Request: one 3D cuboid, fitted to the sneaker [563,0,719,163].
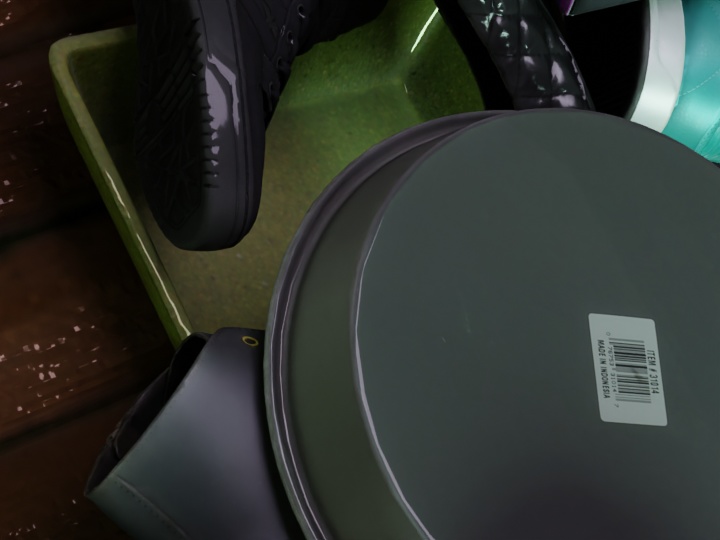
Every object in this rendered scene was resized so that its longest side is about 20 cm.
[{"bbox_3d":[0.144,-0.117,0.893,0.120,0.084,0.201,15,54,-18],"label":"sneaker"}]

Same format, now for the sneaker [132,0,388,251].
[{"bbox_3d":[-0.028,-0.096,0.807,0.103,0.060,0.201,4,59,-29],"label":"sneaker"}]

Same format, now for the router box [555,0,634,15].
[{"bbox_3d":[0.131,-0.180,0.847,0.198,0.051,0.150,-15,60,-21],"label":"router box"}]

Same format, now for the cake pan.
[{"bbox_3d":[0.069,0.037,0.712,0.199,0.037,0.202,10,64,-22],"label":"cake pan"}]

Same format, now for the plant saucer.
[{"bbox_3d":[0.000,0.000,0.842,0.199,0.048,0.201,-16,73,-39],"label":"plant saucer"}]

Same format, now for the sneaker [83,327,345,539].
[{"bbox_3d":[0.005,0.033,0.740,0.106,0.075,0.200,44,49,-8],"label":"sneaker"}]

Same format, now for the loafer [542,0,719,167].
[{"bbox_3d":[0.106,-0.095,0.951,0.071,0.063,0.201,-21,71,-20],"label":"loafer"}]

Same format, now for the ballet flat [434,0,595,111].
[{"bbox_3d":[0.037,-0.079,0.814,0.057,0.066,0.201,-30,115,-9],"label":"ballet flat"}]
